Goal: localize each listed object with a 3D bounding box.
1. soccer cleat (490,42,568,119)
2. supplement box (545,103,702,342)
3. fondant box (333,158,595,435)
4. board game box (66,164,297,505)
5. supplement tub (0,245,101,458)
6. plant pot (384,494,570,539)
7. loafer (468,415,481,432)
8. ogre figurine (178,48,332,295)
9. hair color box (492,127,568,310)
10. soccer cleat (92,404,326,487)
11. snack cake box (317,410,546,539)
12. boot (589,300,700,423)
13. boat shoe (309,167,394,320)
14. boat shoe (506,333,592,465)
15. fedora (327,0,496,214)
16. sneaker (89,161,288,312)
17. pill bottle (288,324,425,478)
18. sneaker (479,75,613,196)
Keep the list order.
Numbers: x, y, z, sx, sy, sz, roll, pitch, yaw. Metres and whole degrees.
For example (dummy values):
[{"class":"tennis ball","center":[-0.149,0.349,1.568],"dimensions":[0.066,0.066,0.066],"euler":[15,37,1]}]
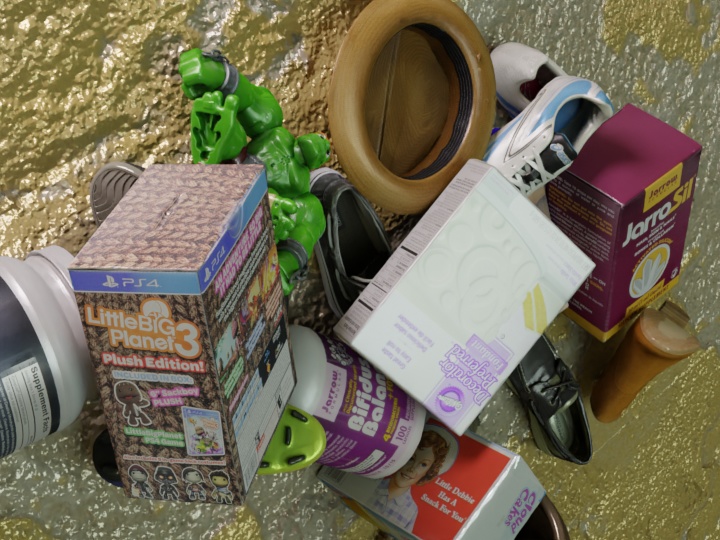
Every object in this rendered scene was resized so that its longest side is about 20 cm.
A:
[{"class":"soccer cleat","center":[0.198,-0.153,1.290],"dimensions":[0.200,0.086,0.070],"euler":[41,77,-39]},{"class":"supplement box","center":[0.267,-0.049,1.330],"dimensions":[0.130,0.103,0.201],"euler":[-33,142,-26]},{"class":"fondant box","center":[0.094,0.024,1.139],"dimensions":[0.144,0.058,0.200],"euler":[40,88,-22]},{"class":"board game box","center":[-0.124,0.045,0.951],"dimensions":[0.160,0.096,0.202],"euler":[-66,154,-58]},{"class":"supplement tub","center":[-0.291,0.074,0.931],"dimensions":[0.199,0.140,0.141],"euler":[-26,118,-31]},{"class":"plant pot","center":[0.141,0.325,1.341],"dimensions":[0.201,0.199,0.175],"euler":[-56,146,-11]},{"class":"loafer","center":[0.093,0.083,1.285],"dimensions":[0.069,0.075,0.201],"euler":[-28,119,-24]},{"class":"ogre figurine","center":[-0.083,-0.087,1.061],"dimensions":[0.098,0.200,0.120],"euler":[-42,174,22]},{"class":"hair color box","center":[0.139,-0.029,1.297],"dimensions":[0.109,0.065,0.201],"euler":[-32,122,-27]},{"class":"soccer cleat","center":[-0.126,0.147,1.078],"dimensions":[0.198,0.084,0.065],"euler":[-6,75,3]},{"class":"snack cake box","center":[0.065,0.203,1.216],"dimensions":[0.115,0.199,0.067],"euler":[-50,128,-15]},{"class":"boot","center":[0.304,0.112,1.401],"dimensions":[0.145,0.071,0.201],"euler":[-57,170,16]},{"class":"boat shoe","center":[0.000,0.000,1.182],"dimensions":[0.072,0.071,0.201],"euler":[-35,119,-13]},{"class":"boat shoe","center":[0.212,0.133,1.401],"dimensions":[0.072,0.066,0.202],"euler":[-39,124,-22]},{"class":"fedora","center":[0.033,-0.153,1.156],"dimensions":[0.199,0.082,0.203],"euler":[-3,95,-34]},{"class":"sneaker","center":[-0.141,-0.024,1.079],"dimensions":[0.075,0.106,0.200],"euler":[-40,104,20]},{"class":"pill bottle","center":[-0.043,0.114,1.159],"dimensions":[0.199,0.112,0.113],"euler":[24,88,-39]},{"class":"sneaker","center":[0.155,-0.102,1.193],"dimensions":[0.200,0.072,0.072],"euler":[-47,122,-2]}]
